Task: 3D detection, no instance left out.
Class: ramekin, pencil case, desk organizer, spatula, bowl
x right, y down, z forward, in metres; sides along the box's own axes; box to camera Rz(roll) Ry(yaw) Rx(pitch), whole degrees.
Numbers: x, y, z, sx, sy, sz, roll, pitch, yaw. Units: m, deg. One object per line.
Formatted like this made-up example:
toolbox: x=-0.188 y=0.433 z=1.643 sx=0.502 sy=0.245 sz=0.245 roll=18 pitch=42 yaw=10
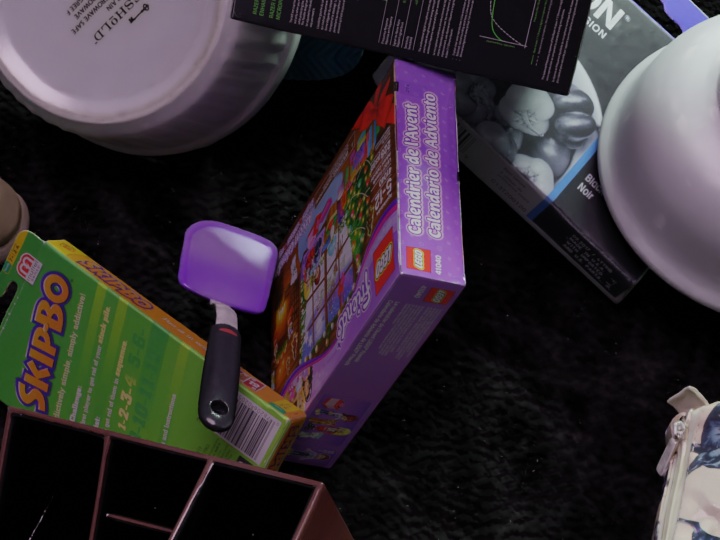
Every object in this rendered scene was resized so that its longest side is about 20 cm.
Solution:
ramekin: x=-0.138 y=-0.167 z=1.380 sx=0.202 sy=0.094 sz=0.203 roll=2 pitch=96 yaw=16
pencil case: x=0.181 y=0.164 z=1.227 sx=0.089 sy=0.078 sz=0.200 roll=25 pitch=57 yaw=-13
desk organizer: x=-0.105 y=0.136 z=1.218 sx=0.199 sy=0.077 sz=0.072 roll=11 pitch=58 yaw=26
spatula: x=-0.075 y=0.029 z=1.277 sx=0.056 sy=0.021 sz=0.200 roll=20 pitch=26 yaw=-11
bowl: x=0.239 y=-0.076 z=1.316 sx=0.200 sy=0.090 sz=0.202 roll=3 pitch=61 yaw=-6

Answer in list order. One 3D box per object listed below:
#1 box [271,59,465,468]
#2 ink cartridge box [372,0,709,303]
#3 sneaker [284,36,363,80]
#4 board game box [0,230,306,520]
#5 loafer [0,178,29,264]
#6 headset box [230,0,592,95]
box: x=0.000 y=0.000 z=1.270 sx=0.039 sy=0.200 sz=0.137 roll=11 pitch=54 yaw=-18
ink cartridge box: x=0.140 y=-0.117 z=1.396 sx=0.198 sy=0.043 sz=0.200 roll=42 pitch=63 yaw=-2
sneaker: x=-0.084 y=-0.167 z=1.465 sx=0.199 sy=0.077 sz=0.081 roll=11 pitch=34 yaw=13
board game box: x=-0.130 y=0.066 z=1.298 sx=0.200 sy=0.030 sz=0.096 roll=34 pitch=107 yaw=19
loafer: x=-0.297 y=-0.042 z=1.380 sx=0.199 sy=0.068 sz=0.076 roll=-2 pitch=56 yaw=-1
headset box: x=0.032 y=-0.189 z=1.279 sx=0.199 sy=0.093 sz=0.174 roll=13 pitch=28 yaw=3
